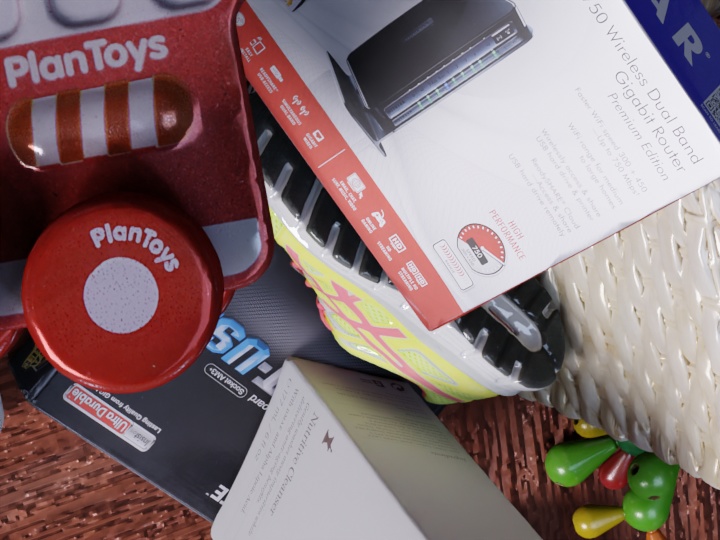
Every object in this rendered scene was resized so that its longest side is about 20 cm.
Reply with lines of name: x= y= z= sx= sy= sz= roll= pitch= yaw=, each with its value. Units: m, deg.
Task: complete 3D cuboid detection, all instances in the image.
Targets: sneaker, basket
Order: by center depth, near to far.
sneaker: x=0.000 y=0.000 z=0.790 sx=0.200 sy=0.090 sz=0.078 roll=44 pitch=50 yaw=-14
basket: x=0.168 y=-0.024 z=0.811 sx=0.160 sy=0.198 sz=0.201 roll=-27 pitch=116 yaw=-25

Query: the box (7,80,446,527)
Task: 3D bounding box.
box: x=-0.042 y=0.032 z=0.855 sx=0.199 sy=0.050 sz=0.200 roll=-49 pitch=123 yaw=1

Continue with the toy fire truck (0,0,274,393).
toy fire truck: x=-0.129 y=-0.042 z=0.586 sx=0.199 sy=0.112 sz=0.169 roll=-9 pitch=97 yaw=2

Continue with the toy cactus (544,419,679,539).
toy cactus: x=0.204 y=0.087 z=0.941 sx=0.102 sy=0.200 sz=0.165 roll=54 pitch=44 yaw=-4

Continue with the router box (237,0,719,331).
router box: x=0.039 y=-0.096 z=0.680 sx=0.200 sy=0.179 sz=0.049 roll=54 pitch=44 yaw=-5

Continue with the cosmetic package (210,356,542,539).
cosmetic package: x=0.013 y=0.141 z=0.783 sx=0.081 sy=0.200 sz=0.113 roll=14 pitch=108 yaw=-31

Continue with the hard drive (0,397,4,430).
hard drive: x=-0.194 y=0.066 z=0.713 sx=0.026 sy=0.200 sz=0.132 roll=-4 pitch=116 yaw=2
